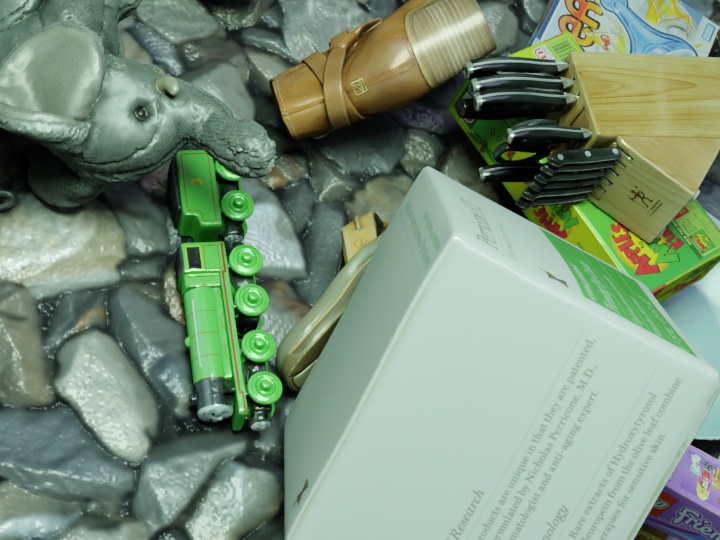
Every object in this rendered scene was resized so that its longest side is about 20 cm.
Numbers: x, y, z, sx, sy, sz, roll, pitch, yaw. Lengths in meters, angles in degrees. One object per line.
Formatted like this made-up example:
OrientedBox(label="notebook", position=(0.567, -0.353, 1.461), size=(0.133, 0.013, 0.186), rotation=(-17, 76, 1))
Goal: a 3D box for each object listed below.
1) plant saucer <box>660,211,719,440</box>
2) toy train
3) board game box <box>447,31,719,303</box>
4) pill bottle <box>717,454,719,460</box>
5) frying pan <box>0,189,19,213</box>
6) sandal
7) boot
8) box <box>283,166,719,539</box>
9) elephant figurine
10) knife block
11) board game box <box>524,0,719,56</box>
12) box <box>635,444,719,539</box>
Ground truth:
OrientedBox(label="plant saucer", position=(0.214, 0.035, 1.205), size=(0.199, 0.039, 0.203), rotation=(12, 56, -19))
OrientedBox(label="toy train", position=(-0.090, 0.010, 1.073), size=(0.056, 0.042, 0.202), rotation=(-2, 62, -15))
OrientedBox(label="board game box", position=(0.162, -0.066, 1.187), size=(0.101, 0.048, 0.201), rotation=(-25, 73, -34))
OrientedBox(label="pill bottle", position=(0.339, 0.182, 1.124), size=(0.199, 0.114, 0.115), rotation=(34, 52, -13))
OrientedBox(label="frying pan", position=(-0.310, -0.033, 0.996), size=(0.115, 0.031, 0.190), rotation=(47, 49, 6))
OrientedBox(label="sandal", position=(0.000, 0.000, 1.109), size=(0.054, 0.081, 0.200), rotation=(30, 53, 22))
OrientedBox(label="boot", position=(0.012, -0.144, 1.186), size=(0.154, 0.200, 0.077), rotation=(-25, 106, 4))
OrientedBox(label="box", position=(0.069, 0.078, 0.964), size=(0.170, 0.201, 0.199), rotation=(26, 12, -9))
OrientedBox(label="elephant figurine", position=(-0.171, -0.106, 1.036), size=(0.141, 0.155, 0.201), rotation=(10, 45, -46))
OrientedBox(label="knife block", position=(0.161, -0.113, 1.145), size=(0.175, 0.064, 0.200), rotation=(37, 52, 0))
OrientedBox(label="board game box", position=(0.194, -0.156, 1.312), size=(0.135, 0.034, 0.201), rotation=(32, 53, -6))
OrientedBox(label="box", position=(0.229, 0.185, 1.060), size=(0.199, 0.137, 0.039), rotation=(30, 53, -7))
